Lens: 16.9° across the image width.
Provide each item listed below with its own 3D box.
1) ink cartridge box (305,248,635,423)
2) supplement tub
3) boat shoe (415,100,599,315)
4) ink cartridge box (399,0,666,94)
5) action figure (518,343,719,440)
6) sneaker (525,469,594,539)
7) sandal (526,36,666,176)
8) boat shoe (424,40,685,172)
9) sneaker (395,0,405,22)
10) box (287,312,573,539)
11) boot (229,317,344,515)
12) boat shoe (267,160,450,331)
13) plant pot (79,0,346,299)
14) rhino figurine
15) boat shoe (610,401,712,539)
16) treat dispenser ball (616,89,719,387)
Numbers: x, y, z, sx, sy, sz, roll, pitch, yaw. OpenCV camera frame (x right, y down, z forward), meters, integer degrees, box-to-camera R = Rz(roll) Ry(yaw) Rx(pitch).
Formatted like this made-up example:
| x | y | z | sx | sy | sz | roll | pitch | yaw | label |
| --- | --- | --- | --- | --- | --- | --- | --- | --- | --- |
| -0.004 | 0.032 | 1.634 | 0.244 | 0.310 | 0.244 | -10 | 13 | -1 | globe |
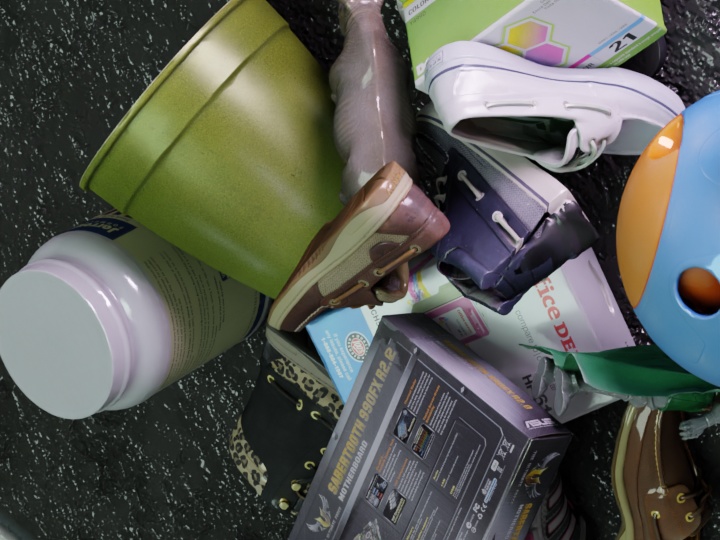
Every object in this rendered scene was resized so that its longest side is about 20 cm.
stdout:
| x | y | z | sx | sy | sz | roll | pitch | yaw | label |
| --- | --- | --- | --- | --- | --- | --- | --- | --- | --- |
| 0.083 | 0.052 | 1.753 | 0.199 | 0.085 | 0.145 | -25 | 96 | 19 | ink cartridge box |
| -0.177 | 0.022 | 1.906 | 0.144 | 0.200 | 0.146 | 16 | 119 | 31 | supplement tub |
| 0.072 | -0.045 | 1.669 | 0.075 | 0.093 | 0.200 | 53 | 172 | -37 | boat shoe |
| 0.080 | -0.185 | 1.602 | 0.148 | 0.199 | 0.076 | -34 | 50 | 35 | ink cartridge box |
| 0.219 | 0.080 | 1.653 | 0.118 | 0.199 | 0.055 | -139 | 55 | -68 | action figure |
| 0.131 | 0.182 | 1.830 | 0.073 | 0.087 | 0.201 | -9 | 82 | 33 | sneaker |
| 0.133 | -0.116 | 1.705 | 0.075 | 0.045 | 0.200 | 53 | 132 | 6 | sandal |
| 0.132 | -0.095 | 1.620 | 0.074 | 0.199 | 0.067 | 127 | 144 | -48 | boat shoe |
| 0.068 | -0.261 | 1.679 | 0.089 | 0.079 | 0.201 | 6 | 122 | 28 | sneaker |
| 0.044 | 0.155 | 1.685 | 0.158 | 0.048 | 0.201 | 38 | 116 | 36 | box |
| -0.018 | 0.138 | 1.922 | 0.200 | 0.073 | 0.151 | 40 | 130 | 16 | boot |
| 0.000 | 0.000 | 1.667 | 0.072 | 0.072 | 0.200 | 36 | 140 | -6 | boat shoe |
| -0.071 | -0.074 | 1.805 | 0.193 | 0.200 | 0.200 | 41 | 131 | -1 | plant pot |
| 0.007 | -0.128 | 1.706 | 0.087 | 0.059 | 0.201 | 103 | 162 | -79 | rhino figurine |
| 0.224 | 0.161 | 1.752 | 0.067 | 0.072 | 0.201 | 14 | 124 | 27 | boat shoe |
| 0.263 | -0.021 | 1.546 | 0.200 | 0.201 | 0.202 | 16 | 120 | 31 | treat dispenser ball |
